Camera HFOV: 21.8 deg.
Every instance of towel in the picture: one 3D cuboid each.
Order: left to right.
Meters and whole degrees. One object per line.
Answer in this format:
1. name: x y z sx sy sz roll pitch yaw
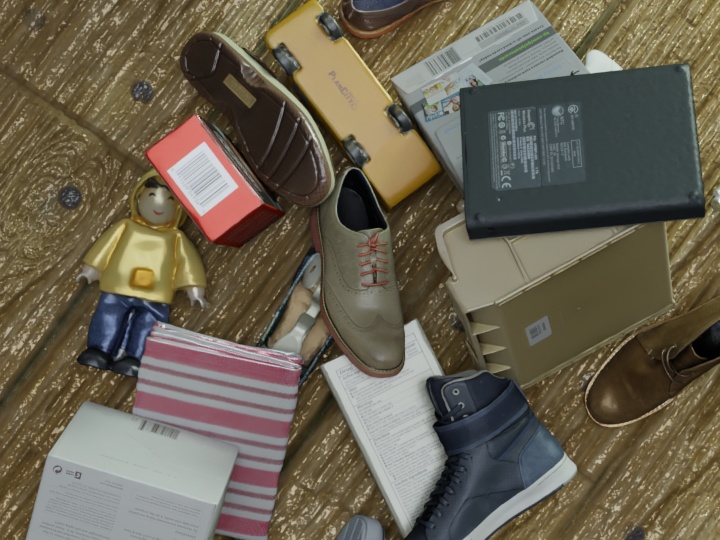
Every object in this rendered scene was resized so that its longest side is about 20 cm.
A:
1. towel: -0.139 0.152 1.719 0.146 0.030 0.200 13 113 2

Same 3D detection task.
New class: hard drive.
1. hard drive: 0.187 -0.102 1.586 0.200 0.033 0.140 -5 63 9

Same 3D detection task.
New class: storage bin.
1. storage bin: 0.174 0.001 1.672 0.198 0.200 0.094 -28 62 -3

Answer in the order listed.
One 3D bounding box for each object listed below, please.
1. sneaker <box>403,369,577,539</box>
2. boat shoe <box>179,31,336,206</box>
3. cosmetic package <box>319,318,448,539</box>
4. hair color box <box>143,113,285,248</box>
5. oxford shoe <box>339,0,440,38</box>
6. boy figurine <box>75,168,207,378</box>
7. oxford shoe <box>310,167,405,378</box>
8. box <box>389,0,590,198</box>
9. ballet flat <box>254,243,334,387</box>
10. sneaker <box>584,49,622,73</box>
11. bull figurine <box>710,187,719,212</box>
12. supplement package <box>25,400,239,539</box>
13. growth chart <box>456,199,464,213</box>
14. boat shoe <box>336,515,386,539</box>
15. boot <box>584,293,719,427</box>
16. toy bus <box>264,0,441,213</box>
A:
1. sneaker: 0.073 0.175 1.650 0.202 0.077 0.146 -35 100 -14
2. boat shoe: -0.081 -0.143 1.733 0.075 0.075 0.202 -41 73 18
3. cosmetic package: 0.049 0.156 1.732 0.103 0.073 0.200 -25 87 -4
4. hair color box: -0.128 -0.077 1.677 0.061 0.200 0.102 -37 89 1
5. oxford shoe: 0.070 -0.289 1.759 0.200 0.073 0.071 -38 88 -3
6. boy figurine: -0.198 0.000 1.742 0.124 0.064 0.200 18 89 2
7. oxford shoe: 0.000 0.000 1.685 0.070 0.075 0.200 -7 62 -22
8. box: 0.135 -0.147 1.705 0.156 0.041 0.200 -30 44 0
9. ballet flat: -0.044 0.041 1.740 0.074 0.074 0.200 28 86 0
10. sneaker: 0.173 -0.129 1.761 0.200 0.078 0.099 -37 66 1
11. bull figurine: 0.420 -0.029 1.749 0.121 0.065 0.200 -27 80 -30
12. supplement package: -0.213 0.248 1.656 0.151 0.151 0.200 17 104 0
13. growth chart: 0.197 -0.068 1.733 0.200 0.145 0.018 -33 46 -1
14. boat shoe: -0.008 0.327 1.732 0.062 0.072 0.200 16 90 -25
15. boot: 0.287 0.081 1.726 0.200 0.075 0.074 -36 87 16
16. toy bus: -0.008 -0.153 1.747 0.065 0.078 0.200 -37 88 -3
